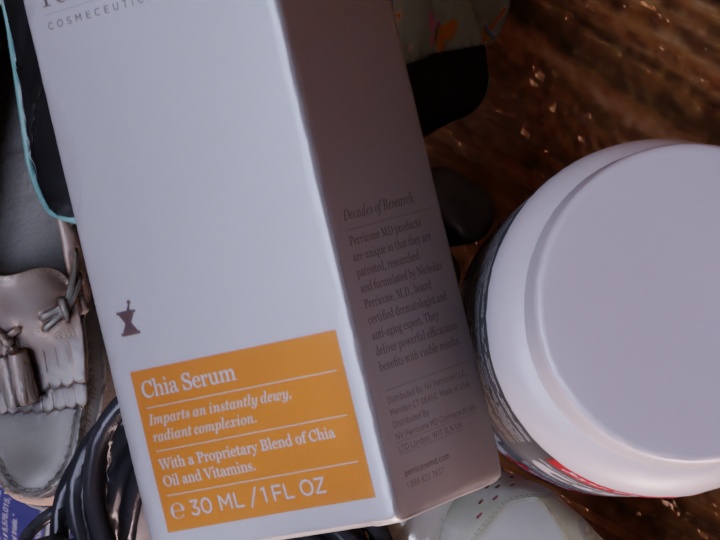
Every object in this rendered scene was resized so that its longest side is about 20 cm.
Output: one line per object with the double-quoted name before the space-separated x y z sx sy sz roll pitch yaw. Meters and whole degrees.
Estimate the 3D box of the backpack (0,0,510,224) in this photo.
"backpack" -0.049 -0.134 1.091 0.175 0.153 0.201 -11 105 37

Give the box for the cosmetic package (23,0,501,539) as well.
"cosmetic package" -0.033 -0.015 0.976 0.101 0.071 0.201 -13 91 33

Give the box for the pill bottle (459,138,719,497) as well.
"pill bottle" 0.093 0.018 0.985 0.113 0.200 0.114 0 86 -3

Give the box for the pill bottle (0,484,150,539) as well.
"pill bottle" -0.135 0.062 1.240 0.200 0.111 0.111 28 118 28

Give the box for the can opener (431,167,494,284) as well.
"can opener" 0.000 0.000 1.122 0.066 0.053 0.200 31 163 -14

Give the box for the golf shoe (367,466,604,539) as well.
"golf shoe" 0.039 0.166 1.077 0.091 0.075 0.201 21 113 30

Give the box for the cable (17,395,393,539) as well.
"cable" -0.041 0.137 1.073 0.163 0.051 0.200 -40 69 31

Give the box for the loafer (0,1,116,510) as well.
"loafer" -0.131 -0.009 1.149 0.072 0.063 0.201 -4 81 21
